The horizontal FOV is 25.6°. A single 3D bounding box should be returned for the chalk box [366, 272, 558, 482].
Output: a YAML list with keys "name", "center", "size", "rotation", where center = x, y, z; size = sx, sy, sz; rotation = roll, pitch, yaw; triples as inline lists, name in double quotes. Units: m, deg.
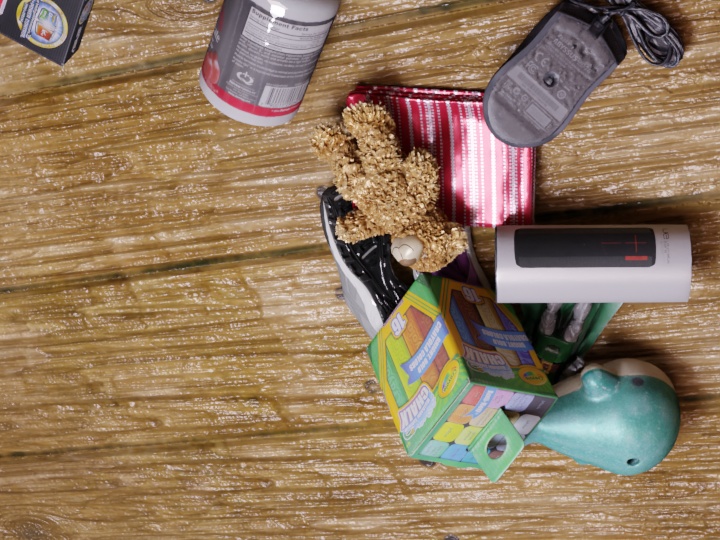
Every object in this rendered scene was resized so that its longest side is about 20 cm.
- name: "chalk box"
  center: [0.109, 0.123, 1.646]
  size: [0.123, 0.201, 0.125]
  rotation: [13, 127, -33]

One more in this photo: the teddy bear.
- name: "teddy bear"
  center: [0.025, -0.079, 1.625]
  size: [0.144, 0.067, 0.201]
  rotation: [-11, 110, 23]

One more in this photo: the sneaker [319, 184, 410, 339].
- name: "sneaker"
  center: [0.000, 0.000, 1.740]
  size: [0.079, 0.074, 0.201]
  rotation: [1, 120, 53]

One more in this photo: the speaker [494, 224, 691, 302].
- name: "speaker"
  center: [0.236, -0.007, 1.614]
  size: [0.198, 0.081, 0.082]
  rotation: [0, 124, 5]

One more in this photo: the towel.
- name: "towel"
  center: [0.083, -0.116, 1.642]
  size: [0.198, 0.022, 0.146]
  rotation: [5, 113, 16]

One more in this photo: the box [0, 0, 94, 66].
- name: "box"
  center: [-0.346, -0.335, 1.650]
  size: [0.159, 0.044, 0.201]
  rotation: [29, 128, 0]

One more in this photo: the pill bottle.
- name: "pill bottle"
  center: [-0.083, -0.252, 1.570]
  size: [0.110, 0.111, 0.201]
  rotation: [26, 127, 1]

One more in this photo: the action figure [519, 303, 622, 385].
- name: "action figure"
  center: [0.210, 0.080, 1.731]
  size: [0.117, 0.055, 0.201]
  rotation: [18, 131, 4]

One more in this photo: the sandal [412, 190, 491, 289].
- name: "sandal"
  center: [0.092, 0.004, 1.719]
  size: [0.082, 0.050, 0.204]
  rotation: [-5, 120, 23]

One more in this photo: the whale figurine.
- name: "whale figurine"
  center: [0.248, 0.169, 1.710]
  size: [0.198, 0.104, 0.160]
  rotation: [-4, 138, -5]

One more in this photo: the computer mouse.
- name: "computer mouse"
  center: [0.203, -0.201, 1.540]
  size: [0.138, 0.053, 0.200]
  rotation: [44, 112, -10]
